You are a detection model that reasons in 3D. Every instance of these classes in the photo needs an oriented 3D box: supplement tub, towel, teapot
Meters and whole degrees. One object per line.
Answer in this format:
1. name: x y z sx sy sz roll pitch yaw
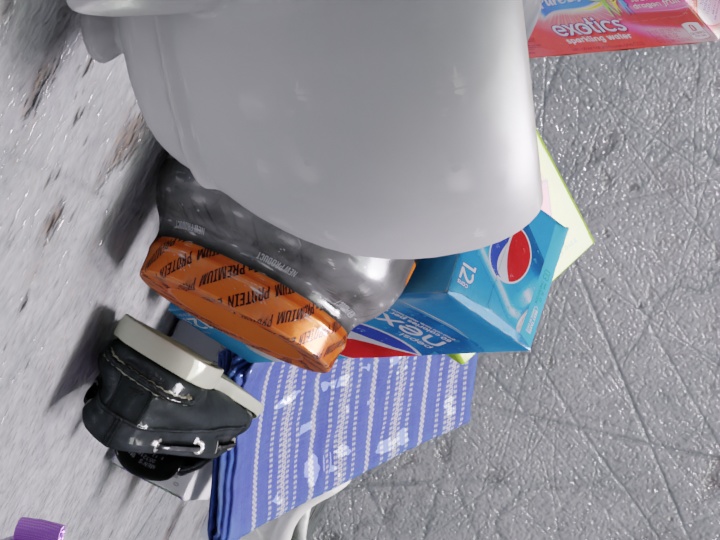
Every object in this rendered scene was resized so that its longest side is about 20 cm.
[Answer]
1. supplement tub: -0.012 -0.064 1.122 0.201 0.122 0.123 -62 175 -9
2. towel: -0.003 0.068 1.413 0.200 0.024 0.145 -24 136 -34
3. teapot: -0.021 -0.091 0.823 0.200 0.145 0.198 81 4 -46

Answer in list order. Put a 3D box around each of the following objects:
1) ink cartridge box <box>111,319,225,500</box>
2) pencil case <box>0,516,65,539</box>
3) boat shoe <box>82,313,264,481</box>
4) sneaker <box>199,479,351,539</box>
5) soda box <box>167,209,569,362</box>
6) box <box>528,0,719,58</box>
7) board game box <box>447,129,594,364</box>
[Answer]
1. ink cartridge box: -0.090 0.076 1.468 0.109 0.050 0.200 -64 176 -4
2. pencil case: -0.155 0.179 1.152 0.200 0.084 0.086 109 -15 -66
3. boat shoe: -0.096 0.070 1.225 0.066 0.074 0.199 -59 177 -5
4. sneaker: -0.028 0.093 1.488 0.200 0.071 0.073 -66 175 30
5. soda box: 0.000 0.000 1.216 0.200 0.064 0.068 -5 -121 47
6. box: 0.126 -0.194 1.468 0.200 0.103 0.095 -1 -124 50
7. board game box: 0.037 -0.058 1.288 0.102 0.048 0.200 -42 129 -14
